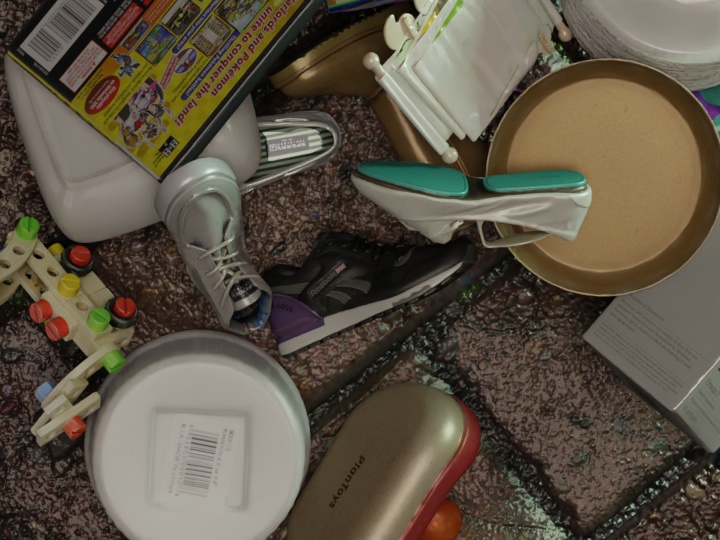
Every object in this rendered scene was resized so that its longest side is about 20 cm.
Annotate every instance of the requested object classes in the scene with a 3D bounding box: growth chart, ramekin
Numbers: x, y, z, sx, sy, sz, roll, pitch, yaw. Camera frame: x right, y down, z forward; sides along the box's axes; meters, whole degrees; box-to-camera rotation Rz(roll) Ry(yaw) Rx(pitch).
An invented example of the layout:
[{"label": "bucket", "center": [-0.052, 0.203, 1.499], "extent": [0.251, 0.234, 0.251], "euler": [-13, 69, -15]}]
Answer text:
[{"label": "growth chart", "center": [0.091, -0.191, 1.575], "extent": [0.200, 0.018, 0.145], "euler": [-48, 120, -26]}, {"label": "ramekin", "center": [-0.139, 0.155, 1.629], "extent": [0.199, 0.098, 0.202], "euler": [0, 93, -5]}]

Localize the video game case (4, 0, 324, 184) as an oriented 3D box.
[{"label": "video game case", "center": [-0.159, -0.198, 1.535], "extent": [0.181, 0.026, 0.200], "euler": [39, 89, 13]}]

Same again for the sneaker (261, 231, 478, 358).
[{"label": "sneaker", "center": [0.000, 0.000, 1.620], "extent": [0.199, 0.076, 0.088], "euler": [-24, 89, 20]}]

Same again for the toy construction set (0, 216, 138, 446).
[{"label": "toy construction set", "center": [-0.267, 0.041, 1.594], "extent": [0.131, 0.092, 0.200], "euler": [-27, 82, -42]}]

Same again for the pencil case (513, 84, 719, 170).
[{"label": "pencil case", "center": [0.231, -0.121, 1.654], "extent": [0.199, 0.085, 0.093], "euler": [-4, 95, -4]}]

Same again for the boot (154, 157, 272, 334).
[{"label": "boot", "center": [-0.110, -0.015, 1.564], "extent": [0.073, 0.200, 0.096], "euler": [-31, 70, -6]}]

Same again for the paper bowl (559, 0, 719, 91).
[{"label": "paper bowl", "center": [0.272, -0.262, 1.609], "extent": [0.200, 0.104, 0.202], "euler": [1, 70, -3]}]

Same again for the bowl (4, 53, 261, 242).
[{"label": "bowl", "center": [-0.198, -0.143, 1.584], "extent": [0.199, 0.075, 0.201], "euler": [-21, 78, 6]}]

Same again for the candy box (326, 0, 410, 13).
[{"label": "candy box", "center": [0.035, -0.329, 1.591], "extent": [0.169, 0.077, 0.201], "euler": [-16, 95, -38]}]

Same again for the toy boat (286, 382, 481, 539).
[{"label": "toy boat", "center": [0.038, 0.200, 1.651], "extent": [0.131, 0.130, 0.200], "euler": [32, 91, -36]}]

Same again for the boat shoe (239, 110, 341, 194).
[{"label": "boat shoe", "center": [-0.114, -0.100, 1.632], "extent": [0.199, 0.067, 0.074], "euler": [-19, 95, -4]}]

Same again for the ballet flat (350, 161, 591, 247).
[{"label": "ballet flat", "center": [0.090, -0.050, 1.564], "extent": [0.199, 0.069, 0.070], "euler": [3, 93, -1]}]

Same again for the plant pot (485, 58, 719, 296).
[{"label": "plant pot", "center": [0.205, -0.079, 1.594], "extent": [0.199, 0.027, 0.201], "euler": [1, 102, 5]}]

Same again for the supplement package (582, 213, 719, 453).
[{"label": "supplement package", "center": [0.311, 0.034, 1.633], "extent": [0.200, 0.117, 0.117], "euler": [-49, 53, 0]}]

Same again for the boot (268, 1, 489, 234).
[{"label": "boot", "center": [0.033, -0.117, 1.616], "extent": [0.175, 0.066, 0.201], "euler": [-31, 96, -36]}]
